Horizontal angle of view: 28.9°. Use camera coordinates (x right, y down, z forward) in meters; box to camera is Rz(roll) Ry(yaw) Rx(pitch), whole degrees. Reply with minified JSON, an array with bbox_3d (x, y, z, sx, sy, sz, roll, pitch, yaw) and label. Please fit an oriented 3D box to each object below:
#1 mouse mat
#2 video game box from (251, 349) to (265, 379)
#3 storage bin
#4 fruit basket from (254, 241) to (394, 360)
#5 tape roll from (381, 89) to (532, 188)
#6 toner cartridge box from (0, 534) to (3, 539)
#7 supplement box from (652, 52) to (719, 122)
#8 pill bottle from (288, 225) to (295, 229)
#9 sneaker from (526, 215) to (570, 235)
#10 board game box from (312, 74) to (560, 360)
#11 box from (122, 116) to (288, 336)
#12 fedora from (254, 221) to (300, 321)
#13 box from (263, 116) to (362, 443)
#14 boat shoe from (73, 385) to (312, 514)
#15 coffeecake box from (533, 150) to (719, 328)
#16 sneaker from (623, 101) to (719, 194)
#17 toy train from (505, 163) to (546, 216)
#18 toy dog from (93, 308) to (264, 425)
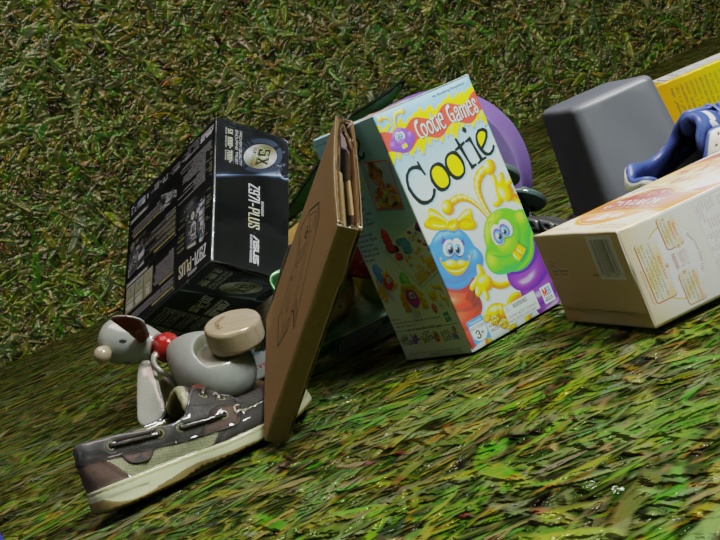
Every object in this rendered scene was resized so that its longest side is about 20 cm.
[{"bbox_3d":[-0.021,-0.128,1.514,0.161,0.008,0.200,-54,-3,26],"label":"mouse mat"},{"bbox_3d":[-0.086,0.068,1.489,0.182,0.047,0.200,-27,7,-10],"label":"video game box"},{"bbox_3d":[0.259,-0.115,1.357,0.145,0.135,0.200,-24,7,-1],"label":"storage bin"},{"bbox_3d":[0.000,0.000,1.263,0.185,0.094,0.200,-24,-17,-26],"label":"fruit basket"},{"bbox_3d":[0.083,-0.093,1.514,0.200,0.200,0.085,-21,7,19],"label":"tape roll"},{"bbox_3d":[-0.315,0.228,0.984,0.095,0.043,0.200,-25,6,-2],"label":"toner cartridge box"},{"bbox_3d":[0.414,-0.184,1.482,0.200,0.110,0.109,-22,6,5],"label":"supplement box"},{"bbox_3d":[-0.129,0.031,1.655,0.200,0.111,0.111,-27,7,-28],"label":"pill bottle"},{"bbox_3d":[0.149,-0.015,1.220,0.091,0.076,0.200,-19,5,-31],"label":"sneaker"},{"bbox_3d":[0.062,-0.041,1.139,0.103,0.200,0.105,-27,7,-30],"label":"board game box"},{"bbox_3d":[-0.156,-0.030,1.403,0.086,0.164,0.200,17,-34,-29],"label":"box"},{"bbox_3d":[-0.077,-0.002,1.458,0.200,0.082,0.201,-24,8,3],"label":"fedora"},{"bbox_3d":[-0.039,0.006,1.067,0.021,0.200,0.164,13,32,-11],"label":"box"},{"bbox_3d":[-0.130,0.121,1.093,0.201,0.066,0.072,-26,5,-27],"label":"boat shoe"},{"bbox_3d":[0.247,-0.034,0.986,0.200,0.073,0.153,-24,5,-12],"label":"coffeecake box"},{"bbox_3d":[0.298,-0.103,1.102,0.200,0.088,0.075,-41,38,-1],"label":"sneaker"},{"bbox_3d":[0.101,-0.061,1.359,0.114,0.085,0.200,-10,-29,35],"label":"toy train"},{"bbox_3d":[-0.164,0.089,1.201,0.200,0.132,0.096,-18,10,44],"label":"toy dog"}]
